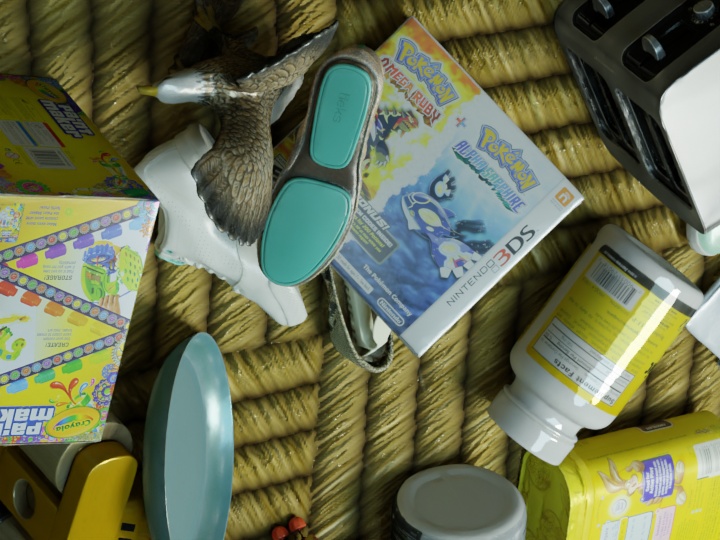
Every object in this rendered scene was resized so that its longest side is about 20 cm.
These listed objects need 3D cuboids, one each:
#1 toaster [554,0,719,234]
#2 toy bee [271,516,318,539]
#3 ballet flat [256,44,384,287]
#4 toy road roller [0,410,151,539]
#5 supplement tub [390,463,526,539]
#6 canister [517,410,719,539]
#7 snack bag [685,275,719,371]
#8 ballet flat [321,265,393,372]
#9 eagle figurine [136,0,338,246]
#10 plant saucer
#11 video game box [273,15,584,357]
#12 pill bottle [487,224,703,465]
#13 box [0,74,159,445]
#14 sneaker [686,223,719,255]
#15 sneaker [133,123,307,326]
[{"bbox_3d":[0.265,-0.147,1.720,0.118,0.181,0.200,-33,129,-5],"label":"toaster"},{"bbox_3d":[-0.034,0.274,1.867,0.130,0.109,0.200,-15,150,-32],"label":"toy bee"},{"bbox_3d":[-0.024,-0.081,1.587,0.068,0.067,0.201,22,117,-3],"label":"ballet flat"},{"bbox_3d":[-0.214,0.176,1.677,0.146,0.123,0.201,-9,127,-41],"label":"toy road roller"},{"bbox_3d":[0.086,0.287,1.918,0.122,0.123,0.201,-15,125,-23],"label":"supplement tub"},{"bbox_3d":[0.252,0.217,1.998,0.199,0.087,0.149,-10,123,-27],"label":"canister"},{"bbox_3d":[0.405,0.025,2.011,0.189,0.021,0.200,-50,131,5],"label":"snack bag"},{"bbox_3d":[0.000,0.000,1.719,0.068,0.075,0.201,-25,128,-19],"label":"ballet flat"},{"bbox_3d":[-0.085,-0.124,1.509,0.151,0.200,0.152,-33,130,-10],"label":"eagle figurine"},{"bbox_3d":[-0.138,0.149,1.678,0.027,0.200,0.201,1,126,11],"label":"plant saucer"},{"bbox_3d":[0.043,-0.065,1.650,0.182,0.047,0.200,-44,90,-2],"label":"video game box"},{"bbox_3d":[0.201,0.068,1.858,0.111,0.111,0.200,29,102,-39],"label":"pill bottle"},{"bbox_3d":[-0.252,-0.011,1.481,0.122,0.200,0.193,1,118,-32],"label":"box"},{"bbox_3d":[0.382,-0.076,1.871,0.201,0.118,0.074,-49,132,6],"label":"sneaker"},{"bbox_3d":[-0.115,-0.023,1.651,0.088,0.075,0.200,-30,125,5],"label":"sneaker"}]
